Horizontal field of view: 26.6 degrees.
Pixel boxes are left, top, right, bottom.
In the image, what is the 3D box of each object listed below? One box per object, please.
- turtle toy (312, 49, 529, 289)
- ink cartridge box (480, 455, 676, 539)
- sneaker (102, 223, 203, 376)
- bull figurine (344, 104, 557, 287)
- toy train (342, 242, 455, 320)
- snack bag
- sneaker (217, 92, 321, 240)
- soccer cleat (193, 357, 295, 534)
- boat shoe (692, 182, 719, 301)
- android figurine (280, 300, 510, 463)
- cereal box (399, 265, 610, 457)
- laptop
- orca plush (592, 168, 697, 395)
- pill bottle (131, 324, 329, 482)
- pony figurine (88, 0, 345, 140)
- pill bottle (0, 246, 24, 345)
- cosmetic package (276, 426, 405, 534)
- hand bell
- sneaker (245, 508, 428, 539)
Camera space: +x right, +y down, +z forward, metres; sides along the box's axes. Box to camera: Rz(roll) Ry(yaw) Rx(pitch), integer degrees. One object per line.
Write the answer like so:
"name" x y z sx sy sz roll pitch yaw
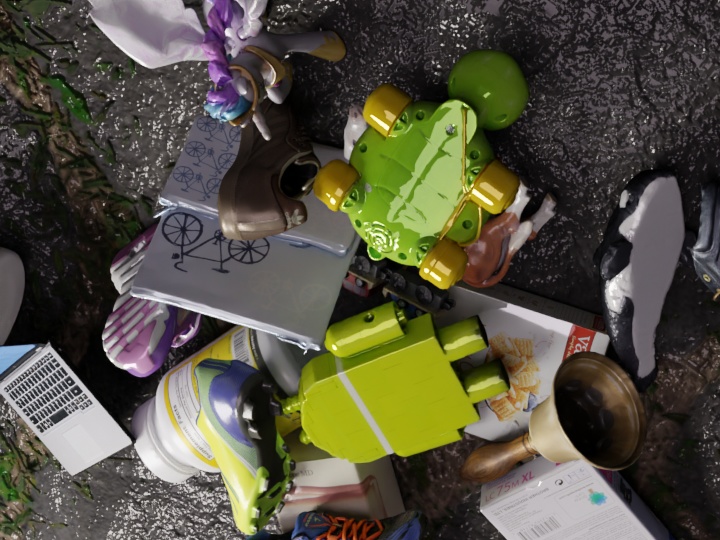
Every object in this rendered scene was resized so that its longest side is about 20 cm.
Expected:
"turtle toy" 0.065 -0.091 1.241 0.145 0.101 0.201 37 107 7
"ink cartridge box" 0.216 0.250 1.419 0.119 0.042 0.200 -30 114 26
"sneaker" -0.180 0.039 1.397 0.080 0.201 0.089 -35 116 14
"bull figurine" 0.076 -0.082 1.327 0.121 0.065 0.200 -36 98 24
"toy train" 0.000 0.000 1.371 0.199 0.034 0.046 26 123 28
"snack bag" -0.093 -0.038 1.341 0.187 0.201 0.021 16 151 10
"sneaker" -0.066 -0.092 1.299 0.075 0.201 0.071 0 130 10
"soccer cleat" -0.110 0.157 1.375 0.083 0.065 0.201 22 137 26
"boat shoe" 0.329 0.020 1.293 0.090 0.071 0.202 3 106 17
"android figurine" 0.027 0.105 1.348 0.198 0.041 0.183 -22 132 12
"cereal box" 0.119 0.083 1.396 0.198 0.040 0.145 17 117 10
"laptop" -0.350 0.143 1.481 0.200 0.116 0.187 51 148 -6
"orca plush" 0.238 0.002 1.329 0.105 0.071 0.202 -26 121 -21
"pill bottle" -0.120 0.121 1.446 0.199 0.113 0.113 -33 100 26
"pony figurine" -0.105 -0.211 1.253 0.166 0.200 0.194 -30 101 26
"pill bottle" -0.444 0.008 1.497 0.198 0.114 0.115 17 116 10
"cosmetic package" -0.014 0.251 1.481 0.102 0.087 0.202 -10 108 22
"hand bell" 0.149 0.154 1.353 0.104 0.104 0.200 48 139 -6
"sneaker" -0.028 0.256 1.398 0.199 0.075 0.079 -23 102 22
